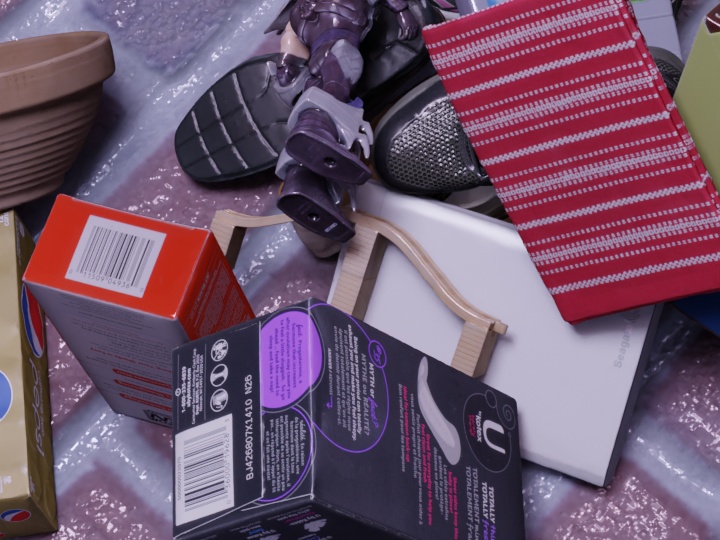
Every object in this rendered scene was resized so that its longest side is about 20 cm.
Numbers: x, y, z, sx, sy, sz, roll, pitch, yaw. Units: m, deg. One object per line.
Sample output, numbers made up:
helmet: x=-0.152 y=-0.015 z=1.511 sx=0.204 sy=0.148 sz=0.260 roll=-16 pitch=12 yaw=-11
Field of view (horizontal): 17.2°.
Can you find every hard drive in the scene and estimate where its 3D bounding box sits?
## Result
hard drive: x=0.076 y=0.036 z=1.453 sx=0.199 sy=0.026 sz=0.133 roll=19 pitch=101 yaw=19

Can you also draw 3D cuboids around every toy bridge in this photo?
toy bridge: x=0.000 y=0.000 z=1.449 sx=0.199 sy=0.027 sz=0.068 roll=22 pitch=101 yaw=19

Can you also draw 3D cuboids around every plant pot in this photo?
plant pot: x=-0.250 y=-0.089 z=1.545 sx=0.199 sy=0.201 sz=0.093 roll=-10 pitch=103 yaw=5

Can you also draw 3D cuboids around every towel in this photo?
towel: x=0.129 y=-0.065 z=1.337 sx=0.144 sy=0.201 sz=0.022 roll=-14 pitch=19 yaw=44

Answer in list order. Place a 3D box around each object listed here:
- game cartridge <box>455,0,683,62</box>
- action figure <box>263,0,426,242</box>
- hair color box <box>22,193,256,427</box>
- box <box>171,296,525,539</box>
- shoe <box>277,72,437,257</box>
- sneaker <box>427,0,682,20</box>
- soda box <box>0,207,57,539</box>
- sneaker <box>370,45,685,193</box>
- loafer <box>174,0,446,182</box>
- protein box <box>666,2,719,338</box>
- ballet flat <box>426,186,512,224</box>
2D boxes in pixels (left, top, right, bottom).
game cartridge: x=0.120 y=-0.203 z=1.498 sx=0.132 sy=0.040 sz=0.201 roll=-10 pitch=80 yaw=-7
action figure: x=-0.016 y=-0.121 z=1.447 sx=0.069 sy=0.130 sz=0.201 roll=20 pitch=49 yaw=-17
hair color box: x=-0.120 y=0.034 z=1.424 sx=0.101 sy=0.200 sz=0.062 roll=14 pitch=67 yaw=16
box: x=-0.005 y=0.112 z=1.356 sx=0.106 sy=0.200 sz=0.123 roll=-20 pitch=58 yaw=34
shoe: x=0.039 y=-0.077 z=1.538 sx=0.199 sy=0.054 sz=0.070 roll=-32 pitch=31 yaw=-10
sneaker: x=0.113 y=-0.193 z=1.546 sx=0.199 sy=0.087 sz=0.081 roll=3 pitch=54 yaw=11
soda box: x=-0.234 y=0.067 z=1.504 sx=0.064 sy=0.068 sz=0.201 roll=-9 pitch=63 yaw=5
sneaker: x=0.101 y=-0.080 z=1.408 sx=0.198 sy=0.114 sz=0.077 roll=-8 pitch=108 yaw=6
loafer: x=-0.029 y=-0.114 z=1.555 sx=0.199 sy=0.072 sz=0.073 roll=-26 pitch=80 yaw=18
protein box: x=0.273 y=-0.083 z=1.370 sx=0.135 sy=0.199 sz=0.200 roll=34 pitch=49 yaw=18
ballet flat: x=0.124 y=-0.060 z=1.498 sx=0.199 sy=0.068 sz=0.068 roll=-29 pitch=61 yaw=-4
